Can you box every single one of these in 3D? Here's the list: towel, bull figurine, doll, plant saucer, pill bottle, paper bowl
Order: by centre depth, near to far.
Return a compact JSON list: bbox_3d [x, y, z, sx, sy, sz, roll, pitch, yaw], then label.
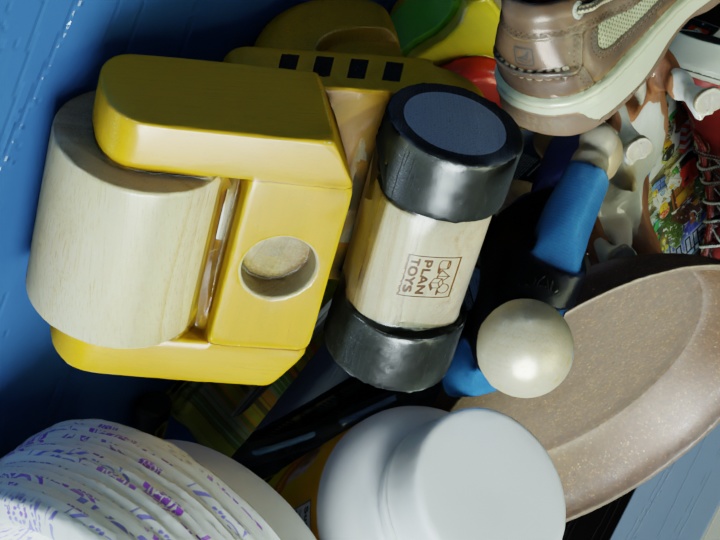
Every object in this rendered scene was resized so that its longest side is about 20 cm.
[{"bbox_3d":[-0.083,0.153,1.050,0.104,0.200,0.201,-36,149,-39],"label":"paper bowl"},{"bbox_3d":[0.076,-0.006,1.064,0.137,0.048,0.200,-59,-176,27],"label":"doll"},{"bbox_3d":[0.004,0.128,1.115,0.109,0.110,0.200,-33,180,-39],"label":"pill bottle"},{"bbox_3d":[0.107,0.054,1.197,0.199,0.037,0.201,-21,147,-14],"label":"plant saucer"},{"bbox_3d":[-0.019,0.002,1.199,0.200,0.018,0.086,-52,159,-9],"label":"towel"},{"bbox_3d":[0.122,-0.078,1.207,0.065,0.122,0.201,-16,133,-12],"label":"bull figurine"}]

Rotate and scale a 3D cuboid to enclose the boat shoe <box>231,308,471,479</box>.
[{"bbox_3d":[0.024,0.055,1.242,0.200,0.069,0.084,-38,-169,-16],"label":"boat shoe"}]

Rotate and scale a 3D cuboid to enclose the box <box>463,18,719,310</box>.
[{"bbox_3d":[0.133,-0.029,1.365,0.200,0.038,0.137,-43,137,-25],"label":"box"}]

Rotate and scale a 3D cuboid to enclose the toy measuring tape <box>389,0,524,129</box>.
[{"bbox_3d":[0.027,-0.117,1.094,0.074,0.073,0.200,-52,139,-6],"label":"toy measuring tape"}]

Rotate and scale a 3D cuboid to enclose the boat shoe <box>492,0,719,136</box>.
[{"bbox_3d":[0.121,-0.145,1.026,0.203,0.074,0.075,-54,143,-33],"label":"boat shoe"}]

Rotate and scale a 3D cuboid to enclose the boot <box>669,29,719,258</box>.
[{"bbox_3d":[0.201,-0.047,1.348,0.200,0.072,0.145,18,97,-56],"label":"boot"}]

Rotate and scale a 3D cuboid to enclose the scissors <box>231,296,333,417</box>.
[{"bbox_3d":[0.000,0.000,1.131,0.200,0.014,0.073,-43,171,12],"label":"scissors"}]

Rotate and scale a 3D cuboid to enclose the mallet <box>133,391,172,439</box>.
[{"bbox_3d":[-0.115,0.145,1.184,0.066,0.041,0.201,-38,147,-39],"label":"mallet"}]

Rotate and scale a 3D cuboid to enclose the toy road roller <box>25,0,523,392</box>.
[{"bbox_3d":[-0.038,-0.042,1.022,0.199,0.146,0.123,3,128,-18],"label":"toy road roller"}]
